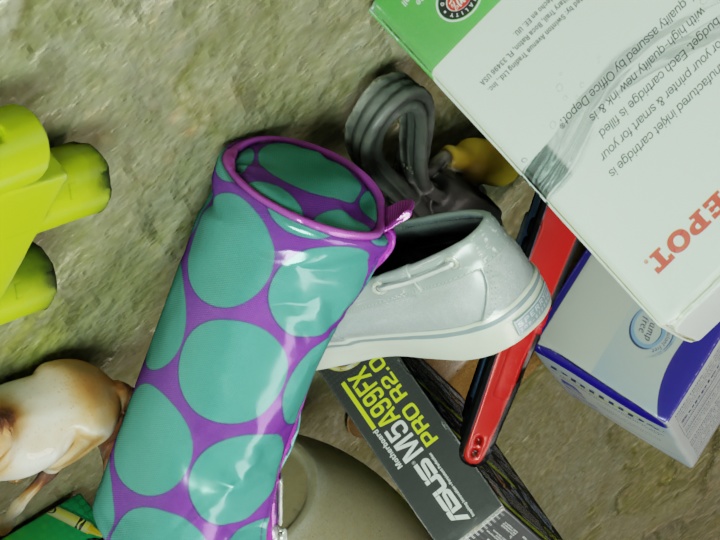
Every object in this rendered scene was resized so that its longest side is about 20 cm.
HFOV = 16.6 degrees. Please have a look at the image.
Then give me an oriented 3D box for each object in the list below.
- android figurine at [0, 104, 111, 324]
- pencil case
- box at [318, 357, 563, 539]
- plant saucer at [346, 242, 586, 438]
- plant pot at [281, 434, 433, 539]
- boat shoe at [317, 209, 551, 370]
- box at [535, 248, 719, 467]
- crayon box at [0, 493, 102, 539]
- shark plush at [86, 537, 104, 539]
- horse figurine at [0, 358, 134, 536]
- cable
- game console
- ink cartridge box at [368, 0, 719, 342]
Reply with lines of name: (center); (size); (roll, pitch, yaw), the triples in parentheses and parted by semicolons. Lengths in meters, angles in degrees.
android figurine: (-0.184, 0.010, 0.932); (0.199, 0.041, 0.182); (-23, 155, -48)
pencil case: (-0.052, 0.043, 1.122); (0.085, 0.092, 0.201); (-77, -173, -67)
box: (0.052, 0.113, 1.414); (0.044, 0.161, 0.200); (-37, 153, 5)
plant saucer: (0.079, 0.051, 1.585); (0.200, 0.035, 0.200); (-36, 162, -14)
plant pot: (-0.052, 0.167, 1.379); (0.200, 0.200, 0.135); (-35, 137, -19)
boat shoe: (0.000, 0.001, 1.175); (0.200, 0.072, 0.070); (-4, -146, 43)
box: (0.211, 0.013, 1.588); (0.185, 0.105, 0.200); (-57, 163, -4)
crayon box: (-0.196, 0.215, 1.359); (0.118, 0.058, 0.200); (-31, 160, -28)
shark plush: (-0.188, 0.148, 1.156); (0.083, 0.091, 0.200); (-5, -159, 45)
horse figurine: (-0.164, 0.086, 1.138); (0.199, 0.050, 0.133); (-16, 156, -49)
cable: (0.021, -0.044, 1.229); (0.097, 0.050, 0.200); (-45, 151, 7)
game console: (0.088, 0.009, 1.327); (0.200, 0.031, 0.178); (-47, 160, -84)
ink cartridge box: (0.126, -0.088, 1.076); (0.147, 0.200, 0.083); (-43, 163, 8)
